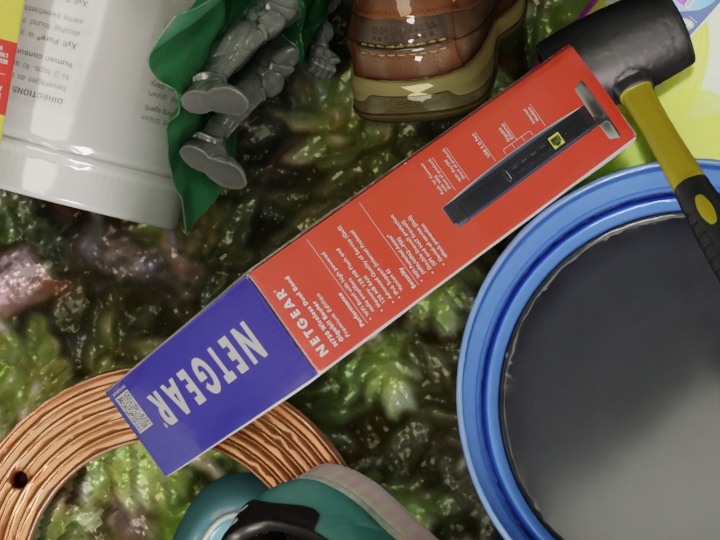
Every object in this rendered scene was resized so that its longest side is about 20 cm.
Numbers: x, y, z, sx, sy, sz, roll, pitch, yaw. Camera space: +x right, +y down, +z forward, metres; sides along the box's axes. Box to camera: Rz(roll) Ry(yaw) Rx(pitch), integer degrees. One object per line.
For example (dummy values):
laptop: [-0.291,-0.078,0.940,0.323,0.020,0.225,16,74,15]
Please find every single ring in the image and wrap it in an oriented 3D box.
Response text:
ring: [-0.089,0.143,1.121,0.200,0.019,0.201,0,90,7]

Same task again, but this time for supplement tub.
supplement tub: [-0.120,-0.130,1.106,0.132,0.132,0.201,15,91,5]

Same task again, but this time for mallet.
mallet: [0.143,-0.045,1.011,0.066,0.041,0.200,-31,49,-2]

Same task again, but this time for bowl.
bowl: [0.141,0.053,1.040,0.200,0.039,0.201,-2,79,9]

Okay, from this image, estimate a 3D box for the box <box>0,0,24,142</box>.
box: [-0.184,-0.094,1.016,0.075,0.050,0.201,12,85,-38]

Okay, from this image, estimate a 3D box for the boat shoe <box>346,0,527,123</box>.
boat shoe: [0.032,-0.130,1.056,0.072,0.200,0.068,-4,115,9]

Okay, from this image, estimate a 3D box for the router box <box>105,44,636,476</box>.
router box: [0.000,0.000,1.027,0.179,0.200,0.049,-36,90,-28]

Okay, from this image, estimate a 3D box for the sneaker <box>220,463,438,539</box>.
sneaker: [0.024,0.157,1.029,0.200,0.080,0.072,30,122,27]

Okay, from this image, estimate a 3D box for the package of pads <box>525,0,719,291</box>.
package of pads: [0.179,-0.056,1.107,0.200,0.068,0.155,42,93,5]

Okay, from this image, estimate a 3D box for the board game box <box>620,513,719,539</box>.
board game box: [0.174,0.184,1.093,0.200,0.097,0.160,-15,88,6]

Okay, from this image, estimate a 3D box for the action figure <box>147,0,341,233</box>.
action figure: [-0.031,-0.120,1.086,0.055,0.200,0.118,17,136,11]

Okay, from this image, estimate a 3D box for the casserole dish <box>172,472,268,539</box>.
casserole dish: [-0.050,0.190,1.145,0.121,0.039,0.200,21,91,5]
